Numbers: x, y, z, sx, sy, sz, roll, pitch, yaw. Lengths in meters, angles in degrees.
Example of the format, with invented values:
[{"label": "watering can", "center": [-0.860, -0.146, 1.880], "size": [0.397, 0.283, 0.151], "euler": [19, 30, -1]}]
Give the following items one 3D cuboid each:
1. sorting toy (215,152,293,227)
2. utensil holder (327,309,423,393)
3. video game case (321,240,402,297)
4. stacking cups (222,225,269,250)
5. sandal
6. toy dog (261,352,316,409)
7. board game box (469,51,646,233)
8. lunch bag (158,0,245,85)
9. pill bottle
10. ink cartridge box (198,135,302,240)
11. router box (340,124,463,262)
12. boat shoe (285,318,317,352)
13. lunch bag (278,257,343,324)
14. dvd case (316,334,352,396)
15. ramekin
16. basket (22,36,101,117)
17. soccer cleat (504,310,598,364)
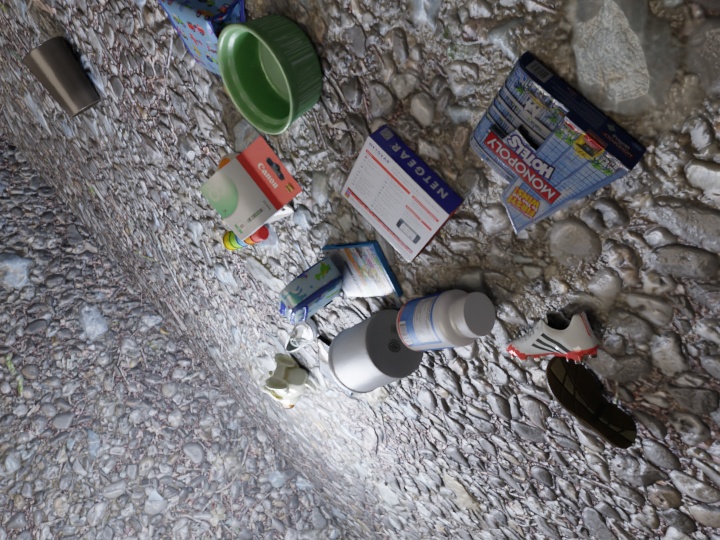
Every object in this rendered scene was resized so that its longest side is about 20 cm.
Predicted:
[{"label": "sorting toy", "center": [-0.257, -0.188, 1.329], "size": [0.178, 0.107, 0.202], "euler": [-3, 124, 30]}, {"label": "utensil holder", "center": [0.035, 0.197, 1.282], "size": [0.170, 0.170, 0.200], "euler": [50, 148, -2]}, {"label": "video game case", "center": [0.000, 0.000, 1.258], "size": [0.199, 0.018, 0.144], "euler": [-1, 122, 52]}, {"label": "stacking cups", "center": [-0.326, -0.091, 1.529], "size": [0.199, 0.060, 0.061], "euler": [-2, 123, 51]}, {"label": "sandal", "center": [0.408, 0.237, 0.965], "size": [0.200, 0.082, 0.055], "euler": [41, 170, 1]}, {"label": "toy dog", "center": [-0.257, 0.412, 1.938], "size": [0.191, 0.141, 0.201], "euler": [9, 143, -6]}, {"label": "board game box", "center": [0.242, -0.154, 0.747], "size": [0.200, 0.062, 0.200], "euler": [44, 148, 9]}, {"label": "lunch bag", "center": [-0.298, -0.459, 1.086], "size": [0.150, 0.094, 0.201], "euler": [32, 154, 22]}, {"label": "pill bottle", "center": [0.169, 0.099, 1.062], "size": [0.113, 0.112, 0.199], "euler": [55, 148, -10]}, {"label": "ink cartridge box", "center": [-0.258, -0.188, 1.253], "size": [0.199, 0.050, 0.161], "euler": [-33, 101, 28]}, {"label": "router box", "center": [0.070, -0.135, 0.994], "size": [0.200, 0.049, 0.180], "euler": [46, 148, 6]}, {"label": "boat shoe", "center": [-0.188, 0.211, 1.672], "size": [0.073, 0.067, 0.200], "euler": [43, 148, 9]}, {"label": "lunch bag", "center": [-0.125, 0.057, 1.310], "size": [0.083, 0.160, 0.200], "euler": [53, 163, 8]}, {"label": "dvd case", "center": [-0.078, 0.300, 1.677], "size": [0.142, 0.018, 0.201], "euler": [33, 145, 24]}, {"label": "ramekin", "center": [-0.164, -0.367, 0.992], "size": [0.199, 0.098, 0.201], "euler": [32, 144, 26]}, {"label": "basket", "center": [-0.926, -0.596, 1.678], "size": [0.179, 0.136, 0.201], "euler": [-4, 125, 46]}, {"label": "soccer cleat", "center": [0.324, 0.114, 0.935], "size": [0.200, 0.068, 0.086], "euler": [-15, 88, 65]}]
